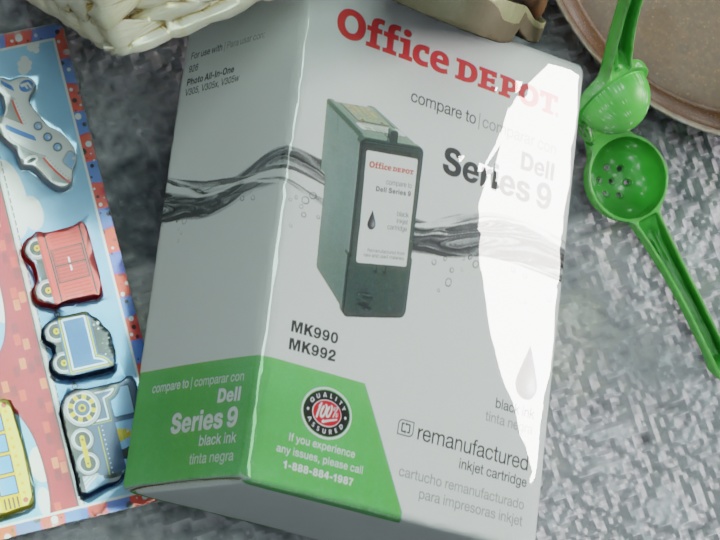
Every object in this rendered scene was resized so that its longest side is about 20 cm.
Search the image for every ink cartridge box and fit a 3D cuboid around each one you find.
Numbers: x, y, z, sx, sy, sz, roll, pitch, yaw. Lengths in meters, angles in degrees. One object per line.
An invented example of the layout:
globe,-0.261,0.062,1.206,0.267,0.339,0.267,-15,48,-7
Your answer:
ink cartridge box,0.000,0.000,1.151,0.145,0.084,0.201,17,73,-35

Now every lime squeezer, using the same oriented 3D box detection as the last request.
lime squeezer,0.110,-0.049,1.204,0.037,0.071,0.201,-18,124,-5

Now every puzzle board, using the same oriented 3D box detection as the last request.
puzzle board,-0.167,0.010,1.178,0.150,0.017,0.201,-13,80,-14

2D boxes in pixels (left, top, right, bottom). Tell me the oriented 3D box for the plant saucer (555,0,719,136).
plant saucer,0.165,-0.148,1.269,0.199,0.034,0.202,2,77,-10

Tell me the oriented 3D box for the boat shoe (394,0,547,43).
boat shoe,0.051,-0.131,1.154,0.072,0.200,0.068,22,98,-3

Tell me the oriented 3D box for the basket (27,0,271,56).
basket,-0.082,-0.173,1.132,0.135,0.200,0.124,-24,113,-13
